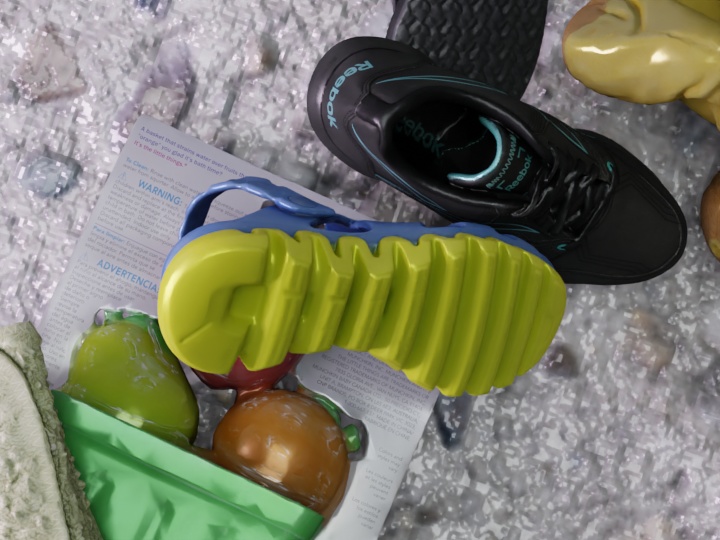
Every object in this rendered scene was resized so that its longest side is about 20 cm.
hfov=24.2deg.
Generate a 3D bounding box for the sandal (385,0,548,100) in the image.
[{"bbox_3d":[0.053,-0.151,0.784,0.075,0.048,0.203,11,94,-20],"label":"sandal"}]

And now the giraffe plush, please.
[{"bbox_3d":[0.202,-0.057,0.746,0.172,0.200,0.163,-29,122,-15],"label":"giraffe plush"}]

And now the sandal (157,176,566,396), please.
[{"bbox_3d":[0.000,0.000,0.725,0.198,0.087,0.080,11,114,-28],"label":"sandal"}]

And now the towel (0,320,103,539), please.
[{"bbox_3d":[-0.174,0.133,0.707,0.147,0.036,0.202,-19,88,12],"label":"towel"}]

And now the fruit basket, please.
[{"bbox_3d":[-0.062,0.054,0.773,0.184,0.094,0.202,24,72,0],"label":"fruit basket"}]

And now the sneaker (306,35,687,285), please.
[{"bbox_3d":[0.068,-0.037,0.746,0.198,0.079,0.076,21,98,-22],"label":"sneaker"}]
